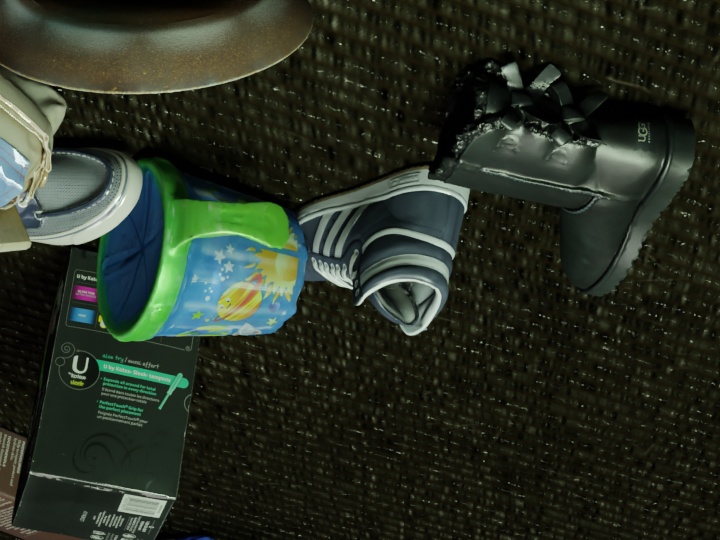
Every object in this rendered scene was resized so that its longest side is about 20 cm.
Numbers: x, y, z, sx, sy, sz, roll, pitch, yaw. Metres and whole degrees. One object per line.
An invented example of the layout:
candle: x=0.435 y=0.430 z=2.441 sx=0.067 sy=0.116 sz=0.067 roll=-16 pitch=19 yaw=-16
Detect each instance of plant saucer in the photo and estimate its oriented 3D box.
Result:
plant saucer: x=-0.127 y=-0.160 z=1.264 sx=0.198 sy=0.201 sz=0.032 roll=5 pitch=120 yaw=6

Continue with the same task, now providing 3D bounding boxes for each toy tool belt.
toy tool belt: x=-0.308 y=-0.096 z=1.484 sx=0.199 sy=0.124 sz=0.125 roll=22 pitch=151 yaw=-26

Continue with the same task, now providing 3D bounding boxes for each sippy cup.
sippy cup: x=-0.115 y=-0.008 z=1.617 sx=0.129 sy=0.141 sz=0.178 roll=9 pitch=-164 yaw=-27

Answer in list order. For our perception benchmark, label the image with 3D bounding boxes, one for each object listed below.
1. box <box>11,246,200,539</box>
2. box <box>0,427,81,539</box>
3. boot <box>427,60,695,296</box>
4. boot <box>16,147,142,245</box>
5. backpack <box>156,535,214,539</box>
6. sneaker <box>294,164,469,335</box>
box: x=-0.207 y=0.108 z=1.780 sx=0.123 sy=0.202 sz=0.149 roll=11 pitch=154 yaw=-11
box: x=-0.354 y=0.219 z=2.197 sx=0.199 sy=0.076 sz=0.100 roll=29 pitch=147 yaw=-34
boot: x=0.126 y=-0.062 z=1.491 sx=0.161 sy=0.074 sz=0.199 roll=10 pitch=147 yaw=-11
boot: x=-0.263 y=-0.062 z=1.592 sx=0.198 sy=0.073 sz=0.090 roll=-9 pitch=158 yaw=32
backpack: x=-0.180 y=0.379 z=2.363 sx=0.198 sy=0.169 sz=0.163 roll=-6 pitch=159 yaw=8
sneaker: x=0.000 y=0.000 z=1.608 sx=0.070 sy=0.109 sz=0.199 roll=26 pitch=149 yaw=-32
